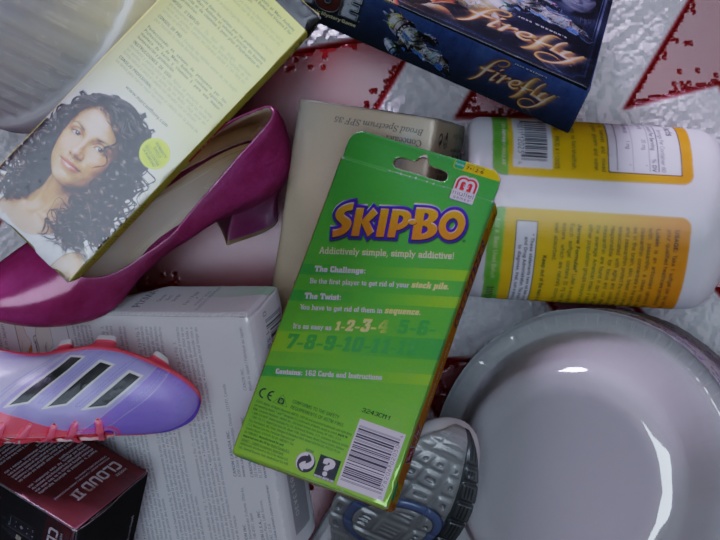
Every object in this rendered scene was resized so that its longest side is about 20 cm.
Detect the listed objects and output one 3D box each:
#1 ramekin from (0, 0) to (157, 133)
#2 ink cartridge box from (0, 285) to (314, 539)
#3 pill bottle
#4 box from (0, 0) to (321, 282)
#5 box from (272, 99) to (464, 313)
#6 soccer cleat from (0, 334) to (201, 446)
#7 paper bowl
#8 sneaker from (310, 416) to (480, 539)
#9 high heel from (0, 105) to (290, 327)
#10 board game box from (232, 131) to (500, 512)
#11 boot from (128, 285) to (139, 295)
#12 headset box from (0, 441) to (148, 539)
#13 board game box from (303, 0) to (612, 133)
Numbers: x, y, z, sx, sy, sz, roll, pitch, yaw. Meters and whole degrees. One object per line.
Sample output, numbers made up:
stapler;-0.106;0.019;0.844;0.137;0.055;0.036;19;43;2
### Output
ramekin;-0.215;-0.189;0.863;0.199;0.105;0.201;-10;73;36
ink cartridge box;-0.134;0.092;0.914;0.199;0.050;0.162;1;110;24
pill bottle;0.162;-0.034;0.910;0.199;0.111;0.112;4;95;2
box;-0.115;-0.090;0.816;0.075;0.050;0.200;42;88;-3
box;0.000;0.000;0.927;0.094;0.078;0.201;9;95;16
soccer cleat;-0.192;0.076;0.840;0.199;0.067;0.077;10;53;3
paper bowl;0.138;0.123;0.895;0.200;0.104;0.202;-1;87;24
sneaker;0.012;0.144;0.906;0.074;0.087;0.200;30;131;-8
high heel;-0.131;-0.033;0.857;0.199;0.096;0.068;-17;57;-17
board game box;0.007;0.025;0.840;0.095;0.030;0.201;18;82;14
boot;-0.156;0.027;0.945;0.155;0.077;0.200;42;92;-4
headset box;-0.224;0.158;0.904;0.199;0.077;0.149;26;122;17
board game box;0.050;-0.168;0.894;0.199;0.136;0.035;24;128;-1
